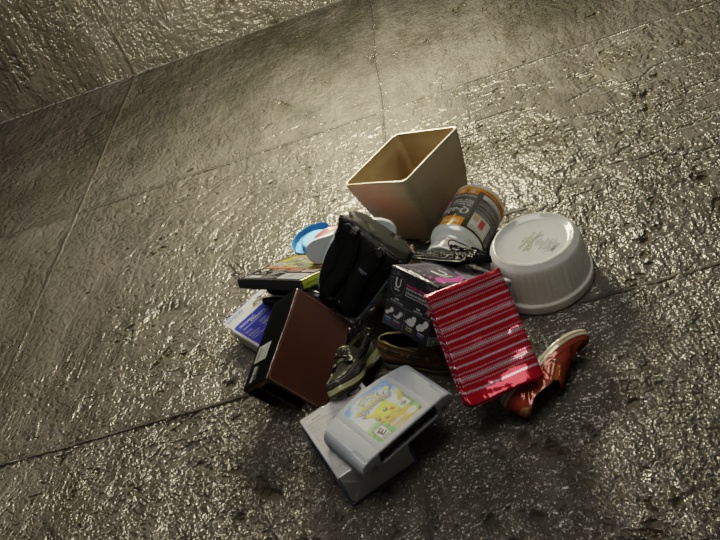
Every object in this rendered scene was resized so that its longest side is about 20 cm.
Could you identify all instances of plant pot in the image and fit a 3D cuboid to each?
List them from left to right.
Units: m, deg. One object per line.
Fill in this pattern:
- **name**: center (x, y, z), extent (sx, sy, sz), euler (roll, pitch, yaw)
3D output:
- **plant pot**: center (0.125, -0.180, 1.864), extent (0.199, 0.178, 0.200), euler (3, 42, 50)

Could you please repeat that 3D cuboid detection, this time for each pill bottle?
- **pill bottle**: center (0.214, -0.077, 1.753), extent (0.115, 0.117, 0.201), euler (4, 43, 33)

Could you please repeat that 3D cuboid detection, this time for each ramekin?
- **ramekin**: center (0.341, -0.022, 1.620), extent (0.197, 0.106, 0.201), euler (-15, 36, 11)

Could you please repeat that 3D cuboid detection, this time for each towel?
- **towel**: center (0.203, 0.110, 1.391), extent (0.143, 0.023, 0.202), euler (-19, 75, -6)

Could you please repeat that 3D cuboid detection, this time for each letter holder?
- **letter holder**: center (-0.118, 0.165, 1.642), extent (0.100, 0.141, 0.202), euler (-31, 35, 50)

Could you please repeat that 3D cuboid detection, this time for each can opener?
- **can opener**: center (-0.129, 0.053, 1.758), extent (0.198, 0.079, 0.064), euler (5, 51, 44)

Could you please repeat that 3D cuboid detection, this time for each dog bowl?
- **dog bowl**: center (-0.064, -0.056, 1.940), extent (0.198, 0.050, 0.112), euler (2, 43, 33)

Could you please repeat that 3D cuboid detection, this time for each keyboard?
- **keyboard**: center (0.165, -0.038, 1.603), extent (0.103, 0.040, 0.199), euler (-4, 7, -35)

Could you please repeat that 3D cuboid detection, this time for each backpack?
- **backpack**: center (0.000, 0.000, 1.631), extent (0.162, 0.201, 0.154), euler (34, 25, 12)

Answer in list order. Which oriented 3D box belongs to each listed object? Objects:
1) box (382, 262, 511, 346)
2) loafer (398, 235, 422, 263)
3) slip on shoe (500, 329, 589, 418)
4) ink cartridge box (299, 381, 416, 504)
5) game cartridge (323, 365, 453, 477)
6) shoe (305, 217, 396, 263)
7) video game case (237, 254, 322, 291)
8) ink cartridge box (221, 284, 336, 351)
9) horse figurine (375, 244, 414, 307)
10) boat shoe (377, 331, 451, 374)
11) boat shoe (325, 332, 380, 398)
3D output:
- **box**: center (0.159, 0.055, 1.538), extent (0.198, 0.116, 0.132), euler (-5, 20, -39)
- **loafer**: center (0.095, -0.006, 1.766), extent (0.072, 0.072, 0.201), euler (-26, 36, -4)
- **slip on shoe**: center (0.321, 0.174, 1.420), extent (0.199, 0.074, 0.061), euler (-39, 61, -21)
- **ink cartridge box**: center (-0.013, 0.283, 1.453), extent (0.135, 0.077, 0.200), euler (-30, 37, -12)
- **game cartridge**: center (0.040, 0.240, 1.389), extent (0.199, 0.041, 0.133), euler (-37, 34, -21)
- **shoe**: center (-0.017, -0.072, 1.781), extent (0.197, 0.072, 0.091), euler (-16, 15, 12)
- **video game case**: center (-0.132, 0.003, 1.797), extent (0.198, 0.026, 0.180), euler (0, 18, 42)
- **ink cartridge box**: center (-0.167, 0.096, 1.811), extent (0.197, 0.047, 0.199), euler (-43, 38, -22)
- **horse figurine**: center (0.050, 0.026, 1.728), extent (0.199, 0.050, 0.135), euler (-16, 69, 45)
- **boat shoe**: center (0.124, 0.145, 1.560), extent (0.197, 0.069, 0.072), euler (-7, 38, 21)
- **boat shoe**: center (-0.023, 0.170, 1.552), extent (0.071, 0.067, 0.201), euler (-28, 4, 26)
